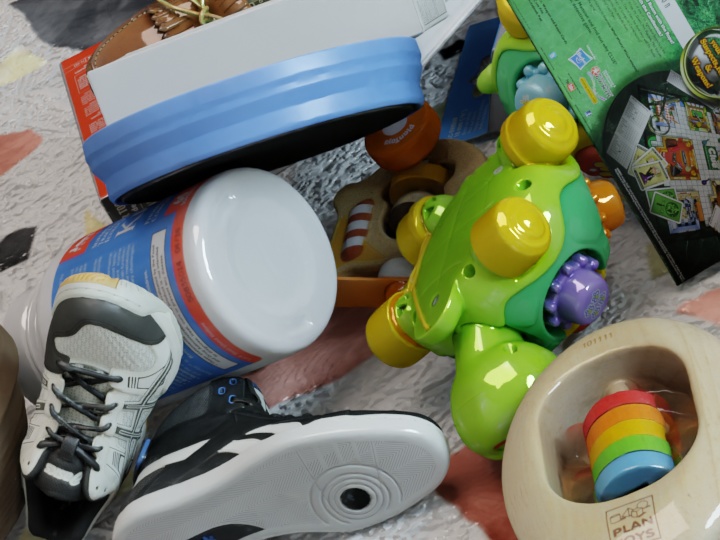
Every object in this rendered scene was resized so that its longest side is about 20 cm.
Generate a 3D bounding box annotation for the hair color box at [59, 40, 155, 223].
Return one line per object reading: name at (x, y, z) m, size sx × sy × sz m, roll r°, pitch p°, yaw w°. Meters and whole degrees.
hair color box at (-0.136, -0.067, 1.857) m, size 0.061 × 0.102 × 0.200 m, roll -26°, pitch 33°, yaw 2°

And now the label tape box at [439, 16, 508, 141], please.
label tape box at (0.135, -0.162, 1.811) m, size 0.199 × 0.063 × 0.144 m, roll -13°, pitch 34°, yaw 24°

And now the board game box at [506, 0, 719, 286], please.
board game box at (0.166, -0.100, 1.563) m, size 0.105 × 0.200 × 0.023 m, roll -30°, pitch 18°, yaw 7°

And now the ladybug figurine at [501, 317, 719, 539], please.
ladybug figurine at (0.140, 0.103, 1.419) m, size 0.135 × 0.072 × 0.200 m, roll -21°, pitch 32°, yaw 14°

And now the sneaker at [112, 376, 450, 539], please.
sneaker at (-0.043, 0.091, 1.581) m, size 0.199 × 0.073 × 0.112 m, roll -19°, pitch 34°, yaw 19°

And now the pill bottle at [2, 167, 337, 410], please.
pill bottle at (-0.118, 0.021, 1.674) m, size 0.200 × 0.112 × 0.112 m, roll -22°, pitch 28°, yaw 41°

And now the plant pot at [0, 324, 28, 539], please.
plant pot at (-0.260, 0.123, 1.674) m, size 0.201 × 0.093 × 0.201 m, roll -32°, pitch 29°, yaw 20°

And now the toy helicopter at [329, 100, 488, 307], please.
toy helicopter at (0.000, 0.000, 1.701) m, size 0.200 × 0.079 × 0.132 m, roll -36°, pitch 39°, yaw 9°

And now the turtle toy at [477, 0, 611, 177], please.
turtle toy at (0.165, -0.107, 1.641) m, size 0.199 × 0.146 × 0.101 m, roll -3°, pitch 71°, yaw 13°

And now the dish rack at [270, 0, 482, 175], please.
dish rack at (-0.003, -0.134, 1.822) m, size 0.171 × 0.044 × 0.200 m, roll -30°, pitch 13°, yaw 38°

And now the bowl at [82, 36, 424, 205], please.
bowl at (-0.058, -0.082, 1.635) m, size 0.200 × 0.039 × 0.201 m, roll -17°, pitch -3°, yaw -1°

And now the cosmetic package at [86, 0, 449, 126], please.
cosmetic package at (-0.053, -0.132, 1.692) m, size 0.199 × 0.051 × 0.083 m, roll -19°, pitch 5°, yaw 16°

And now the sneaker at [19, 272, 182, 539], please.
sneaker at (-0.148, 0.083, 1.600) m, size 0.075 × 0.200 × 0.088 m, roll 16°, pitch 53°, yaw 3°

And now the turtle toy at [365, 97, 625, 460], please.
turtle toy at (0.081, 0.013, 1.562) m, size 0.146 × 0.101 × 0.200 m, roll -42°, pitch 23°, yaw 46°

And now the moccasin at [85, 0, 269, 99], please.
moccasin at (-0.080, -0.159, 1.797) m, size 0.201 × 0.078 × 0.074 m, roll -23°, pitch 72°, yaw -17°
